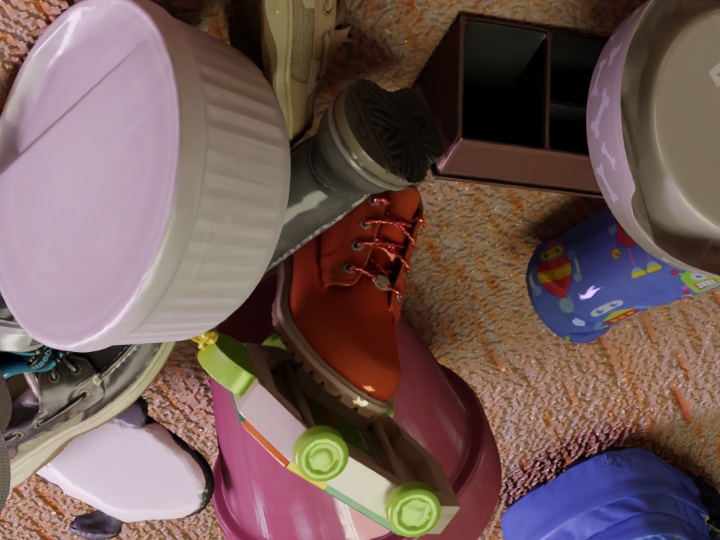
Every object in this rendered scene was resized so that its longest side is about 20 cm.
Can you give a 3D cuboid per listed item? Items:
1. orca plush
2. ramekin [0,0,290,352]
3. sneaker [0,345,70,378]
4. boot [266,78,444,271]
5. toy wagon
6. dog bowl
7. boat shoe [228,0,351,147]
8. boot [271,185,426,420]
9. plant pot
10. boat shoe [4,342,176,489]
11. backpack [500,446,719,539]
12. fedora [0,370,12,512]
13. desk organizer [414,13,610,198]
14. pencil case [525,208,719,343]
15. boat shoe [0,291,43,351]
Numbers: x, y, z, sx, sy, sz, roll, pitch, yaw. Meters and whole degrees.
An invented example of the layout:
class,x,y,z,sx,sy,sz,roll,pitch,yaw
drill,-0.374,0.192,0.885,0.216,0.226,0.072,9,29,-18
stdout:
class,x,y,z,sx,sy,sz,roll,pitch,yaw
orca plush,-0.187,0.131,1.768,0.198,0.106,0.071,-3,180,17
ramekin,-0.123,-0.051,1.463,0.094,0.203,0.202,9,138,-39
sneaker,-0.189,0.022,1.638,0.199,0.082,0.073,-29,143,17
boot,-0.055,-0.036,1.519,0.199,0.073,0.182,-26,173,14
toy wagon,-0.029,0.089,1.553,0.199,0.155,0.040,32,102,-21
dog bowl,0.225,-0.088,1.572,0.199,0.202,0.059,6,172,-29
boat shoe,-0.035,-0.139,1.486,0.064,0.072,0.200,-22,154,-12
boot,0.000,0.000,1.589,0.075,0.201,0.107,30,118,-34
plant pot,-0.019,0.099,1.737,0.199,0.201,0.180,-18,131,2
boat shoe,-0.202,0.072,1.691,0.201,0.072,0.066,-41,142,15
backpack,0.221,0.238,2.035,0.162,0.168,0.200,-35,138,14
fedora,-0.294,0.090,1.589,0.199,0.090,0.177,-19,116,32
desk organizer,0.137,-0.099,1.614,0.199,0.072,0.077,5,138,-28
pencil case,0.207,-0.013,1.723,0.199,0.079,0.087,-25,137,33
boat shoe,-0.277,-0.005,1.546,0.198,0.069,0.057,15,112,6
